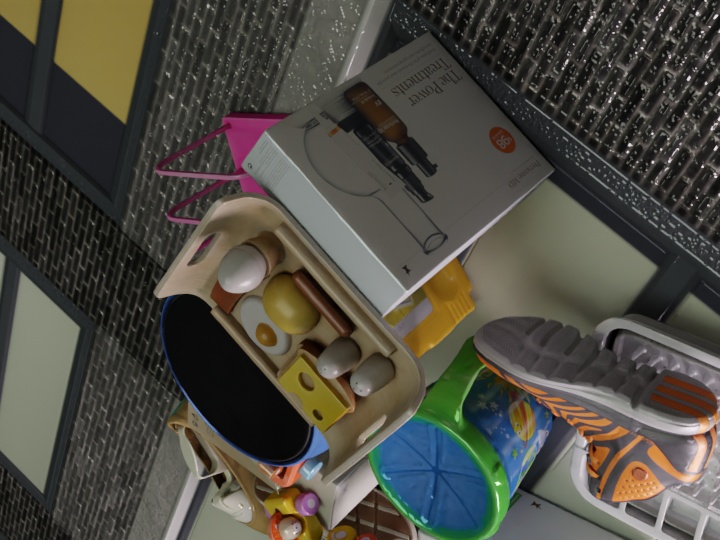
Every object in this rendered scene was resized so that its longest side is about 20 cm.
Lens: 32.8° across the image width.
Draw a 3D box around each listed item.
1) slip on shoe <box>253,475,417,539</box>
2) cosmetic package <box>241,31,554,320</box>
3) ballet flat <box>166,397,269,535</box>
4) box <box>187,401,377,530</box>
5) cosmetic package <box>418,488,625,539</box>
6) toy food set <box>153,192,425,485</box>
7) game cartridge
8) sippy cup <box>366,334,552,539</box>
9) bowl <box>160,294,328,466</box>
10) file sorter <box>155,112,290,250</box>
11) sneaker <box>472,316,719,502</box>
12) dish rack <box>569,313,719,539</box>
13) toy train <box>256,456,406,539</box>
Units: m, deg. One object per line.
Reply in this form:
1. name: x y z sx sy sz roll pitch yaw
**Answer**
1. slip on shoe: -0.023 0.261 1.312 0.200 0.076 0.061 15 164 27
2. cosmetic package: 0.033 -0.077 0.910 0.151 0.200 0.052 49 140 3
3. ballet flat: -0.161 0.237 1.419 0.069 0.063 0.200 -22 101 49
4. box: -0.076 0.165 1.267 0.200 0.095 0.078 34 137 23
5. cosmetic package: 0.162 0.277 1.112 0.200 0.108 0.085 20 129 30
6. toy food set: -0.057 0.054 0.887 0.200 0.060 0.144 49 139 5
7. game cartridge: 0.000 0.000 0.996 0.032 0.200 0.177 -21 102 47
8. sippy cup: 0.096 0.143 1.059 0.140 0.130 0.178 50 140 2
9. bowl: -0.099 0.085 1.081 0.200 0.039 0.201 25 133 30
10. file sorter: -0.086 -0.026 1.115 0.139 0.125 0.201 8 123 40
11. sneaker: 0.172 0.115 0.946 0.200 0.078 0.112 25 131 30
12. dish rack: 0.258 0.131 0.967 0.171 0.044 0.200 25 132 30
13. toy train: -0.042 0.242 1.176 0.200 0.056 0.150 42 141 11
